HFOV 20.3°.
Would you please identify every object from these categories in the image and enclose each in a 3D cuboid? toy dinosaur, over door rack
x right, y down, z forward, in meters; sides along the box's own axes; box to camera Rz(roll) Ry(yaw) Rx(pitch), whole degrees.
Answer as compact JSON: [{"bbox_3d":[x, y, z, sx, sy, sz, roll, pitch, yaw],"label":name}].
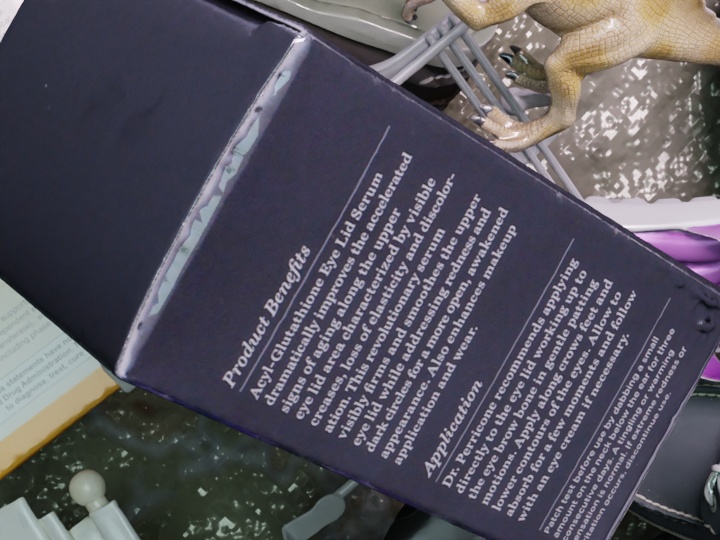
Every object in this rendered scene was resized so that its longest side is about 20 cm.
[{"bbox_3d":[0.082,-0.084,0.675,0.200,0.101,0.058,26,44,-28],"label":"toy dinosaur"},{"bbox_3d":[0.000,0.000,0.764,0.200,0.067,0.148,-47,126,-10],"label":"over door rack"}]

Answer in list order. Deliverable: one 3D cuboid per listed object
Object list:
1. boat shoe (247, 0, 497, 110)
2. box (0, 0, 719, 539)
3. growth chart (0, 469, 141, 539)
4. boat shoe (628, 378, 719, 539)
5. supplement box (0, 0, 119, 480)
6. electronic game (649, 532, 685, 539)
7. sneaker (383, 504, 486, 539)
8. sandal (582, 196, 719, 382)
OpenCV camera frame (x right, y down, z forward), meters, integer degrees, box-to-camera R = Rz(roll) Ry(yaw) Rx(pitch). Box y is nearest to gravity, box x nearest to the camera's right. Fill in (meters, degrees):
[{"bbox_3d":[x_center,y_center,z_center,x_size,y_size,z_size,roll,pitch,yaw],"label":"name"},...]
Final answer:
[{"bbox_3d":[-0.047,-0.118,0.799,0.201,0.061,0.072,24,53,-3],"label":"boat shoe"},{"bbox_3d":[-0.009,-0.005,0.621,0.200,0.148,0.105,27,93,-37],"label":"box"},{"bbox_3d":[-0.144,0.163,0.774,0.200,0.018,0.145,-23,93,20],"label":"growth chart"},{"bbox_3d":[0.156,0.068,0.716,0.062,0.200,0.073,22,79,-46],"label":"boat shoe"},{"bbox_3d":[-0.153,-0.033,0.786,0.126,0.074,0.200,-36,93,-5],"label":"supplement box"},{"bbox_3d":[0.134,0.141,0.790,0.199,0.042,0.201,-1,85,17],"label":"electronic game"},{"bbox_3d":[0.010,0.162,0.768,0.070,0.090,0.200,30,97,16],"label":"sneaker"},{"bbox_3d":[0.139,0.012,0.717,0.202,0.050,0.083,-3,130,15],"label":"sandal"}]
